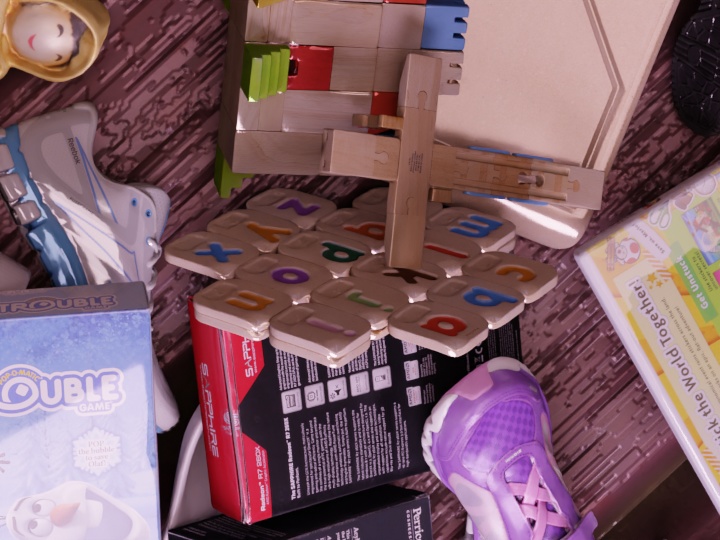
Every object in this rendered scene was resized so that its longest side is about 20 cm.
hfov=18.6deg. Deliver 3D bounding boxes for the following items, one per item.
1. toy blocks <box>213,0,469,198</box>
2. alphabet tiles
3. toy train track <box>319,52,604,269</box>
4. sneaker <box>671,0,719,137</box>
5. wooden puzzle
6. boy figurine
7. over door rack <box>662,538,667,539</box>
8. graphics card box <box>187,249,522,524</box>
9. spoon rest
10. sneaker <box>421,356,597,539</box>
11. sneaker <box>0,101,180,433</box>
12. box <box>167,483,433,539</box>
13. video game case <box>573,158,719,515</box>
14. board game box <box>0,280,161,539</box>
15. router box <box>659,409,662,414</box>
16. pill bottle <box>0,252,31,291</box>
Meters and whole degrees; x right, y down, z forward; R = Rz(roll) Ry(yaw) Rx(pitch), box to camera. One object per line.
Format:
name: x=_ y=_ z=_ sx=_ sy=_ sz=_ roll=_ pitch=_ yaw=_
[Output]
toy blocks: x=-0.003 y=-0.131 z=1.223 sx=0.136 sy=0.100 sz=0.201 roll=1 pitch=113 yaw=-15
alphabet tiles: x=0.000 y=0.000 z=1.211 sx=0.195 sy=0.200 sz=0.015 roll=16 pitch=118 yaw=28
toy train track: x=0.054 y=-0.056 z=1.227 sx=0.199 sy=0.032 sz=0.116 roll=6 pitch=90 yaw=-38
sneaker: x=0.247 y=-0.178 z=1.289 sx=0.104 sy=0.060 sz=0.201 roll=-17 pitch=126 yaw=-33
wooden puzzle: x=0.079 y=-0.134 z=1.291 sx=0.184 sy=0.037 sz=0.201 roll=21 pitch=99 yaw=-10
boy figurine: x=-0.238 y=-0.132 z=1.218 sx=0.199 sy=0.064 sz=0.125 roll=4 pitch=114 yaw=-18
over door rack: x=0.161 y=0.285 z=1.336 sx=0.147 sy=0.067 sz=0.201 roll=-23 pitch=80 yaw=-5
graphics card box: x=0.002 y=0.058 z=1.258 sx=0.199 sy=0.051 sz=0.126 roll=-13 pitch=103 yaw=-30
spoon rest: x=-0.095 y=0.134 z=1.280 sx=0.200 sy=0.061 sz=0.099 roll=-44 pitch=135 yaw=2
sneaker: x=0.096 y=0.136 z=1.259 sx=0.080 sy=0.088 sz=0.201 roll=-30 pitch=135 yaw=-14
sneaker: x=-0.138 y=-0.004 z=1.257 sx=0.086 sy=0.075 sz=0.201 roll=-27 pitch=101 yaw=-10
box: x=-0.026 y=0.235 z=1.274 sx=0.140 sy=0.079 sz=0.201 roll=-12 pitch=102 yaw=-34
video game case: x=0.249 y=0.027 z=1.295 sx=0.181 sy=0.023 sz=0.201 roll=-31 pitch=101 yaw=-3
board game box: x=-0.209 y=0.111 z=1.187 sx=0.199 sy=0.043 sz=0.200 roll=-4 pitch=111 yaw=-8
router box: x=0.316 y=0.074 z=1.347 sx=0.200 sy=0.049 sz=0.180 roll=36 pitch=91 yaw=-12
pill bottle: x=-0.289 y=-0.012 z=1.211 sx=0.199 sy=0.110 sz=0.110 roll=31 pitch=92 yaw=-12
